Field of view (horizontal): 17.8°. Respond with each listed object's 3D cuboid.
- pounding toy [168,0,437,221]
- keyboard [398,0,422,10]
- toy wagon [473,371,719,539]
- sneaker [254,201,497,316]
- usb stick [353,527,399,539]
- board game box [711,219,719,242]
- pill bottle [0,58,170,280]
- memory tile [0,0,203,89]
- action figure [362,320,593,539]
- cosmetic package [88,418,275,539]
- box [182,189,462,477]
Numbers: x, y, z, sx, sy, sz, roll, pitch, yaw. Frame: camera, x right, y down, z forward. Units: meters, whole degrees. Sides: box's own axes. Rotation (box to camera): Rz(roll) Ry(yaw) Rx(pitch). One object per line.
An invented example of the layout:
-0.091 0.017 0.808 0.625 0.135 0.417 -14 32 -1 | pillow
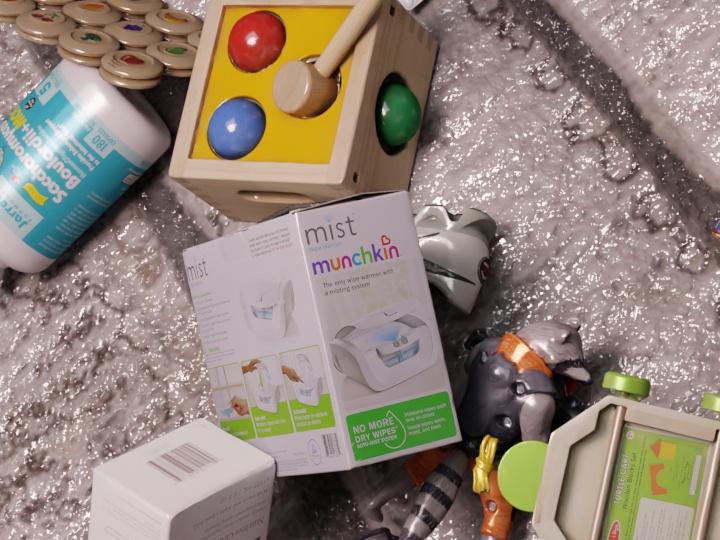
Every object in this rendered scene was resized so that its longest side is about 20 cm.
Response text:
-0.030 -0.144 1.743 0.198 0.142 0.186 4 73 30 | pounding toy
-0.004 -0.297 1.811 0.056 0.011 0.200 -40 85 2 | keyboard
0.174 0.148 1.535 0.198 0.040 0.157 12 88 9 | toy wagon
0.000 0.000 1.712 0.198 0.074 0.089 0 69 29 | sneaker
0.025 0.279 1.615 0.055 0.033 0.201 -24 62 18 | usb stick
0.360 -0.047 1.552 0.199 0.046 0.152 27 85 33 | board game box
-0.256 -0.075 1.857 0.200 0.111 0.111 -44 57 7 | pill bottle
-0.201 -0.199 1.864 0.199 0.153 0.017 27 120 32 | memory tile
0.108 0.126 1.591 0.199 0.104 0.195 31 97 36 | action figure
-0.132 0.220 1.620 0.081 0.112 0.202 26 124 34 | cosmetic package
-0.033 0.049 1.607 0.200 0.096 0.178 -17 85 62 | box
